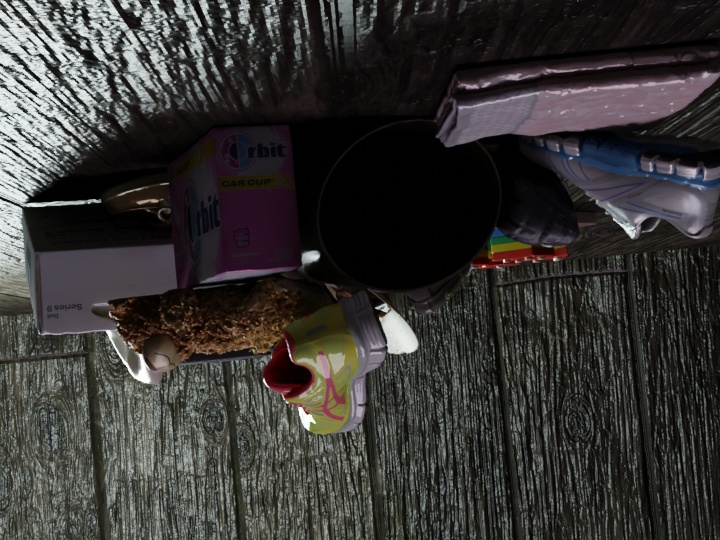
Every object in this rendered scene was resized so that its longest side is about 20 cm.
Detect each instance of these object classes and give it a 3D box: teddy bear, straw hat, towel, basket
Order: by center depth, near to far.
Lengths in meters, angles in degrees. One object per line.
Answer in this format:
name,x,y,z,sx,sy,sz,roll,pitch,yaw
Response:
towel,0.155,-0.125,1.026,0.190,0.032,0.200,-6,177,-1
teddy bear,-0.116,0.046,1.173,0.199,0.067,0.145,-7,174,1
basket,-0.007,-0.049,1.195,0.180,0.137,0.200,-21,-172,-29
straw hat,0.000,0.000,1.440,0.200,0.085,0.201,31,163,11

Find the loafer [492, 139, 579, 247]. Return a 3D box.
loafer,0.149,-0.065,1.224,0.070,0.068,0.201,22,-163,-9

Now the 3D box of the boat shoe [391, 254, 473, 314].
boat shoe,0.074,-0.012,1.326,0.072,0.061,0.202,-18,-170,19

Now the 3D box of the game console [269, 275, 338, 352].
game console,-0.106,0.043,1.389,0.200,0.117,0.176,41,151,-23

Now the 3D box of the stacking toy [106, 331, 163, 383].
stacking toy,-0.188,0.025,1.547,0.199,0.147,0.146,-26,-175,-23

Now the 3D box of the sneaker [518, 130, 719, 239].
sneaker,0.208,-0.072,1.137,0.075,0.087,0.199,-23,-150,-35

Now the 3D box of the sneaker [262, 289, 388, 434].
sneaker,-0.041,0.083,1.144,0.090,0.078,0.200,-16,152,-18

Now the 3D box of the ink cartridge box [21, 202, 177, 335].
ink cartridge box,-0.252,-0.007,1.354,0.144,0.088,0.200,-4,-163,-15

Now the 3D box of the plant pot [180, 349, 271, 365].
plant pot,-0.192,0.025,1.687,0.198,0.179,0.200,-5,175,-15

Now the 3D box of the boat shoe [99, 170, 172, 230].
boat shoe,-0.143,-0.061,1.301,0.199,0.064,0.073,-4,176,-21

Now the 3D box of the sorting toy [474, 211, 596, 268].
sorting toy,0.231,-0.043,2.097,0.199,0.070,0.198,-9,175,35

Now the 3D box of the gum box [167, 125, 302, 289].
gum box,-0.112,-0.047,1.165,0.066,0.114,0.200,-4,176,-20
